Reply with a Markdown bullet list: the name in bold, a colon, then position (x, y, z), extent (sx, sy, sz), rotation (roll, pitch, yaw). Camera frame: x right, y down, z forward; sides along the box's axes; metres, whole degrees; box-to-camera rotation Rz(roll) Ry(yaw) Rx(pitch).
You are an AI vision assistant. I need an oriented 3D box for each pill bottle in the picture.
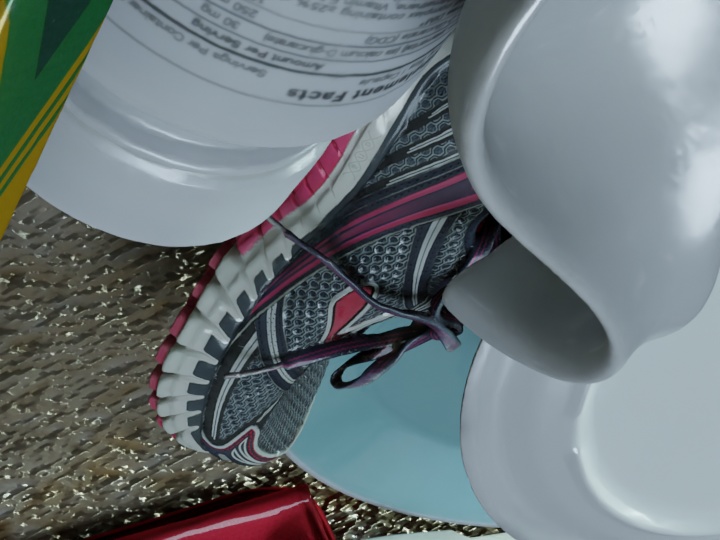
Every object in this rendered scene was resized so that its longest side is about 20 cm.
- **pill bottle**: position (-0.014, -0.100, 0.643), extent (0.113, 0.114, 0.200), rotation (6, 143, -29)

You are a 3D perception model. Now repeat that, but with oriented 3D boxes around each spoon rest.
- **spoon rest**: position (0.059, -0.029, 0.656), extent (0.099, 0.061, 0.200), rotation (-34, 160, -18)

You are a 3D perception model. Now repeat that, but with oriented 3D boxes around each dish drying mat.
- **dish drying mat**: position (-0.107, 0.120, 1.038), extent (0.200, 0.018, 0.077), rotation (-17, 150, 2)

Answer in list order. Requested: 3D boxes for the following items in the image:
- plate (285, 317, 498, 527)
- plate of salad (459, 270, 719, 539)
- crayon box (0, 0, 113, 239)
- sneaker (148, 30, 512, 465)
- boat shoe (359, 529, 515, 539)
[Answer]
- **plate**: position (0.067, 0.035, 0.942), extent (0.200, 0.026, 0.200), rotation (1, 151, 0)
- **plate of salad**: position (0.118, 0.012, 0.840), extent (0.200, 0.048, 0.200), rotation (-15, 138, -14)
- **crayon box**: position (-0.122, -0.058, 0.585), extent (0.200, 0.126, 0.052), rotation (-63, 165, 20)
- **sneaker**: position (0.000, 0.000, 0.812), extent (0.075, 0.081, 0.200), rotation (36, 139, 3)
- **boat shoe**: position (0.055, 0.130, 1.054), extent (0.200, 0.062, 0.073), rotation (2, 161, -37)
